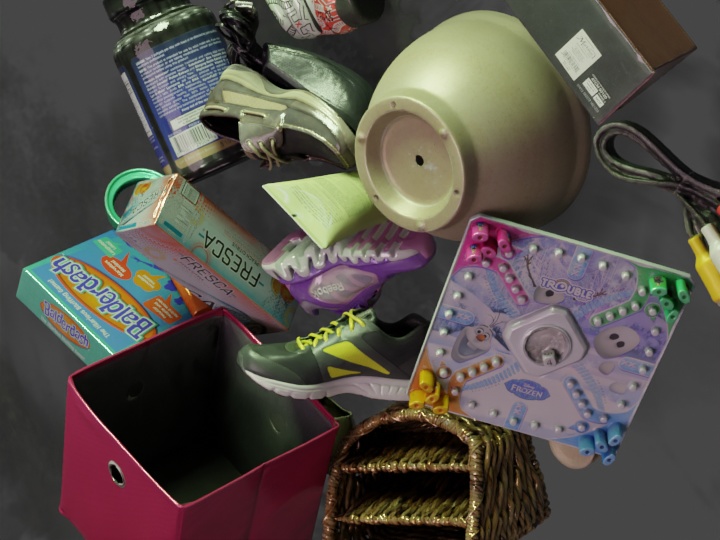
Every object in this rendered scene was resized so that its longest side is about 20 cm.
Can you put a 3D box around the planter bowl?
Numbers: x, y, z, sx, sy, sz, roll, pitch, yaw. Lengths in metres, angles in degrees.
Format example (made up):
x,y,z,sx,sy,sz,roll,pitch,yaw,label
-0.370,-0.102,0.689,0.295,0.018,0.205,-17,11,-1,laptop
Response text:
x,y,z,sx,sy,sz,roll,pitch,yaw,label
0.080,-0.110,1.388,0.199,0.134,0.202,19,121,35,planter bowl

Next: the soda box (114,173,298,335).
x,y,z,sx,sy,sz,roll,pitch,yaw,label
-0.148,-0.013,1.619,0.068,0.064,0.200,-9,140,45,soda box

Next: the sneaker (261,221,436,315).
x,y,z,sx,sy,sz,roll,pitch,yaw,label
0.000,0.000,1.561,0.199,0.081,0.089,-10,116,42,sneaker

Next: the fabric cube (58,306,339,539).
x,y,z,sx,sy,sz,roll,pitch,yaw,label
-0.166,0.196,1.597,0.196,0.199,0.200,43,139,29,fabric cube

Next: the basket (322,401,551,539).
x,y,z,sx,sy,sz,roll,pitch,yaw,label
0.056,0.204,1.550,0.199,0.149,0.144,-5,106,45,basket

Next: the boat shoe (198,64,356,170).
x,y,z,sx,sy,sz,roll,pitch,yaw,label
-0.075,-0.125,1.486,0.200,0.073,0.075,27,163,45,boat shoe

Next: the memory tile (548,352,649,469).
x,y,z,sx,sy,sz,roll,pitch,yaw,label
0.161,0.074,1.477,0.200,0.017,0.154,40,127,21,memory tile

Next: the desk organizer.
x,y,z,sx,sy,sz,roll,pitch,yaw,label
0.171,-0.225,1.289,0.201,0.077,0.072,54,135,8,desk organizer

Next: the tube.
x,y,z,sx,sy,sz,roll,pitch,yaw,label
-0.012,-0.061,1.431,0.058,0.200,0.052,4,101,27,tube

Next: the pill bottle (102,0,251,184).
x,y,z,sx,sy,sz,roll,pitch,yaw,label
-0.177,-0.192,1.601,0.111,0.112,0.201,-20,95,46,pill bottle

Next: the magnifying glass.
x,y,z,sx,sy,sz,roll,pitch,yaw,label
-0.208,-0.030,1.706,0.201,0.079,0.022,58,160,28,magnifying glass

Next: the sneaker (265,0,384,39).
x,y,z,sx,sy,sz,roll,pitch,yaw,label
-0.058,-0.309,1.467,0.107,0.067,0.203,-10,105,42,sneaker

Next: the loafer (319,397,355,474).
x,y,z,sx,sy,sz,roll,pitch,yaw,label
-0.070,0.137,1.690,0.199,0.076,0.068,32,116,33,loafer

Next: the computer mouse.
x,y,z,sx,sy,sz,roll,pitch,yaw,label
-0.042,-0.177,1.503,0.200,0.053,0.139,38,167,10,computer mouse

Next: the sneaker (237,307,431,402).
x,y,z,sx,sy,sz,roll,pitch,yaw,label
-0.020,0.073,1.547,0.075,0.198,0.085,-129,44,-65,sneaker

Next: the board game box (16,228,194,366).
x,y,z,sx,sy,sz,roll,pitch,yaw,label
-0.235,0.025,1.695,0.152,0.200,0.045,40,132,20,board game box

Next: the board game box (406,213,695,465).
x,y,z,sx,sy,sz,roll,pitch,yaw,label
0.160,0.065,1.385,0.199,0.026,0.201,16,122,-4,board game box

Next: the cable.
x,y,z,sx,sy,sz,roll,pitch,yaw,label
0.268,-0.057,1.299,0.200,0.050,0.097,47,133,14,cable
